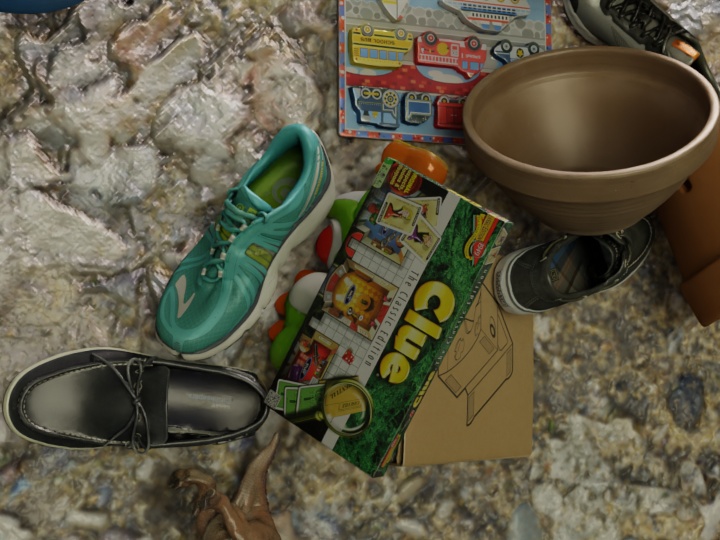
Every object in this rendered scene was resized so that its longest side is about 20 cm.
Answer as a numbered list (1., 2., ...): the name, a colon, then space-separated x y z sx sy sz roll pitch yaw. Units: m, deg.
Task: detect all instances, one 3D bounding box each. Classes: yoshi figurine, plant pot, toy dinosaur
1. yoshi figurine: 0.013 0.008 0.937 0.112 0.112 0.201 38 77 -21
2. plant pot: 0.335 -0.066 1.030 0.199 0.200 0.141 -30 81 -20
3. toy dinosaur: -0.092 0.225 0.896 0.135 0.086 0.201 39 57 -25
4. plant pot: 0.182 -0.093 0.973 0.200 0.201 0.093 -24 129 -21

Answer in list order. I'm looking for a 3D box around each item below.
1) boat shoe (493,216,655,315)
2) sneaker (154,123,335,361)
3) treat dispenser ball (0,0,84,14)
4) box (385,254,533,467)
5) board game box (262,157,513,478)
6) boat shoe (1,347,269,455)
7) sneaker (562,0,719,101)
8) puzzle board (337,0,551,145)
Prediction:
1. boat shoe: 0.192 -0.009 1.005 0.199 0.056 0.069 -23 97 -41
2. sneaker: -0.091 -0.026 0.903 0.077 0.080 0.201 26 69 16
3. treat dispenser ball: -0.230 -0.275 0.811 0.199 0.201 0.203 2 85 -21
4. box: 0.082 0.065 0.945 0.199 0.021 0.165 8 82 -55
5. board game box: 0.017 0.032 0.857 0.104 0.023 0.201 29 97 21
6. boat shoe: -0.158 0.095 0.886 0.198 0.062 0.075 4 86 -19
7. sneaker: 0.250 -0.206 1.059 0.074 0.079 0.200 -43 100 -17
8. puzzle board: 0.075 -0.182 1.022 0.198 0.017 0.152 2 86 -22
